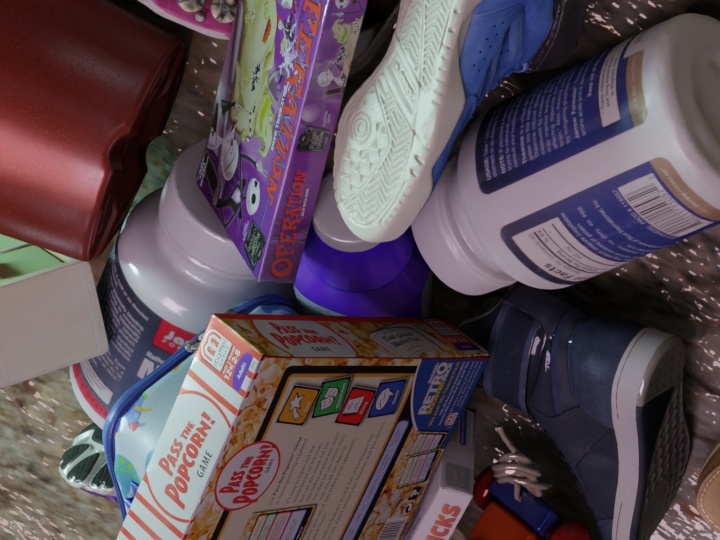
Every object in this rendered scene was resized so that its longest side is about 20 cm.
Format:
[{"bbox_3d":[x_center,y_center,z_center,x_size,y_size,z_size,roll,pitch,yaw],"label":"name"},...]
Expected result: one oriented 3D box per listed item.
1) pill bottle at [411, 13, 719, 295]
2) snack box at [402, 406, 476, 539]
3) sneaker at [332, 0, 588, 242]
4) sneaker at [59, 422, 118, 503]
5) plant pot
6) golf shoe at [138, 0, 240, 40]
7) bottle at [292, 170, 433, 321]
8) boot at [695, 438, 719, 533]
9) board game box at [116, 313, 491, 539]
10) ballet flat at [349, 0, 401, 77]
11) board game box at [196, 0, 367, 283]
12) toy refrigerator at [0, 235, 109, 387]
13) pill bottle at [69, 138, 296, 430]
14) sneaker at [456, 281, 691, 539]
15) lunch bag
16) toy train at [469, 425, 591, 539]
[{"bbox_3d":[0.125,-0.055,1.213,0.200,0.111,0.111,-24,111,41],"label":"pill bottle"},{"bbox_3d":[0.029,0.173,1.393,0.024,0.072,0.200,15,133,-10],"label":"snack box"},{"bbox_3d":[0.061,-0.106,1.185,0.077,0.111,0.200,32,112,43],"label":"sneaker"},{"bbox_3d":[-0.121,0.157,1.553,0.200,0.081,0.084,11,135,22],"label":"sneaker"},{"bbox_3d":[-0.221,-0.109,1.326,0.195,0.201,0.201,23,134,2],"label":"plant pot"},{"bbox_3d":[-0.140,-0.199,1.293,0.200,0.075,0.092,35,165,-8],"label":"golf shoe"},{"bbox_3d":[0.000,0.000,1.308,0.083,0.065,0.200,16,160,10],"label":"bottle"},{"bbox_3d":[0.252,0.138,1.264,0.073,0.156,0.200,47,134,-12],"label":"boot"},{"bbox_3d":[-0.029,0.101,1.249,0.046,0.200,0.152,37,111,35],"label":"board game box"},{"bbox_3d":[-0.003,-0.164,1.234,0.067,0.062,0.200,37,135,-1],"label":"ballet flat"},{"bbox_3d":[-0.044,-0.108,1.227,0.120,0.032,0.200,50,132,50],"label":"board game box"},{"bbox_3d":[-0.237,0.009,1.425,0.200,0.076,0.070,27,131,60],"label":"toy refrigerator"},{"bbox_3d":[-0.104,0.014,1.395,0.119,0.120,0.200,32,135,4],"label":"pill bottle"},{"bbox_3d":[0.125,0.087,1.358,0.146,0.077,0.203,21,142,25],"label":"sneaker"},{"bbox_3d":[-0.072,0.124,1.329,0.082,0.161,0.200,30,146,34],"label":"lunch bag"},{"bbox_3d":[0.079,0.182,1.378,0.085,0.116,0.200,36,169,39],"label":"toy train"}]
